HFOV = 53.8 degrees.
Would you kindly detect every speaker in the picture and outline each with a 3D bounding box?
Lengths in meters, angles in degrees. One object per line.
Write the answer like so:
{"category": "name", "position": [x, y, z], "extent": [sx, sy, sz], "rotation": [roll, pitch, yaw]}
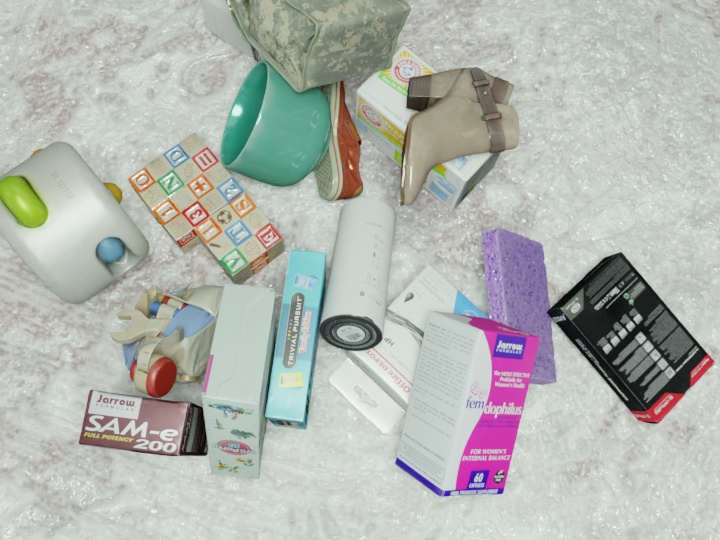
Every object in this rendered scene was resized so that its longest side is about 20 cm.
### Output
{"category": "speaker", "position": [0.000, 0.000, 0.926], "extent": [0.081, 0.081, 0.200], "rotation": [9, 52, -1]}

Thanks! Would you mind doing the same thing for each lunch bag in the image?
{"category": "lunch bag", "position": [-0.067, -0.342, 0.926], "extent": [0.164, 0.118, 0.200], "rotation": [-26, 63, -36]}

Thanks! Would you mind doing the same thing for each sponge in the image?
{"category": "sponge", "position": [0.215, 0.049, 0.955], "extent": [0.111, 0.030, 0.200], "rotation": [13, 68, -41]}

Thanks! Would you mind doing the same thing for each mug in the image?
{"category": "mug", "position": [-0.108, -0.207, 0.977], "extent": [0.114, 0.152, 0.185], "rotation": [19, 62, -27]}

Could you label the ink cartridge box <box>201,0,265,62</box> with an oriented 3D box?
{"category": "ink cartridge box", "position": [-0.113, -0.383, 1.061], "extent": [0.200, 0.086, 0.147], "rotation": [34, 75, 4]}

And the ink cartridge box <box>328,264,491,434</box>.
{"category": "ink cartridge box", "position": [0.063, 0.106, 0.941], "extent": [0.116, 0.067, 0.200], "rotation": [42, 76, 7]}

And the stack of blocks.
{"category": "stack of blocks", "position": [-0.211, -0.076, 0.979], "extent": [0.115, 0.059, 0.200], "rotation": [-39, 80, -13]}

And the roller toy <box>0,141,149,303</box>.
{"category": "roller toy", "position": [-0.366, -0.064, 0.904], "extent": [0.140, 0.200, 0.183], "rotation": [-39, 115, -13]}

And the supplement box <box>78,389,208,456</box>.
{"category": "supplement box", "position": [-0.241, 0.182, 0.830], "extent": [0.109, 0.200, 0.061], "rotation": [7, 75, -1]}

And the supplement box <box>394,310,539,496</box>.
{"category": "supplement box", "position": [0.128, 0.160, 0.863], "extent": [0.101, 0.103, 0.200], "rotation": [9, 95, -32]}

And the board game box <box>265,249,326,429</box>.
{"category": "board game box", "position": [-0.078, 0.092, 0.892], "extent": [0.047, 0.151, 0.200], "rotation": [7, 73, -1]}

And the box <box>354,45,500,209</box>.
{"category": "box", "position": [0.096, -0.201, 1.008], "extent": [0.200, 0.113, 0.101], "rotation": [41, 76, 9]}

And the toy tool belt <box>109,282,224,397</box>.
{"category": "toy tool belt", "position": [-0.241, 0.081, 0.875], "extent": [0.123, 0.200, 0.125], "rotation": [13, 117, 20]}

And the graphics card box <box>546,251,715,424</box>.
{"category": "graphics card box", "position": [0.365, 0.090, 0.961], "extent": [0.125, 0.051, 0.200], "rotation": [-41, 90, -13]}

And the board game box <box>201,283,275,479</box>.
{"category": "board game box", "position": [-0.137, 0.134, 0.830], "extent": [0.064, 0.200, 0.148], "rotation": [6, 51, -2]}

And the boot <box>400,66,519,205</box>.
{"category": "boot", "position": [0.128, -0.172, 0.909], "extent": [0.146, 0.070, 0.200], "rotation": [7, 77, -2]}

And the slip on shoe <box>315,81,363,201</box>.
{"category": "slip on shoe", "position": [-0.032, -0.192, 1.026], "extent": [0.061, 0.074, 0.200], "rotation": [5, 69, -30]}
